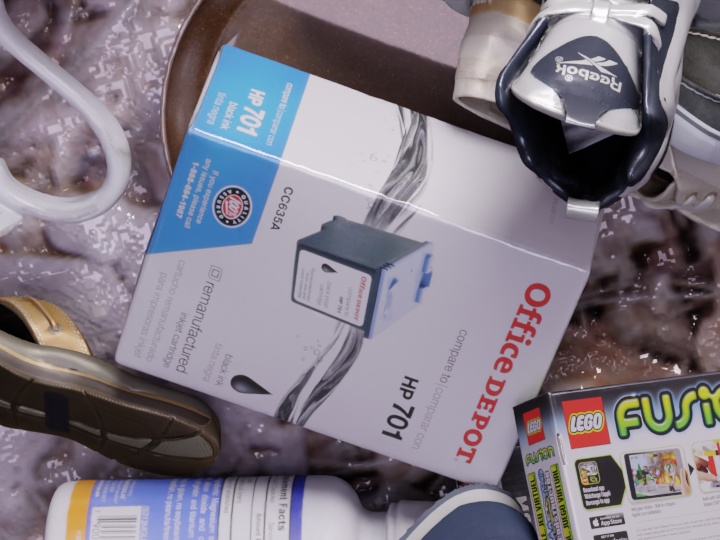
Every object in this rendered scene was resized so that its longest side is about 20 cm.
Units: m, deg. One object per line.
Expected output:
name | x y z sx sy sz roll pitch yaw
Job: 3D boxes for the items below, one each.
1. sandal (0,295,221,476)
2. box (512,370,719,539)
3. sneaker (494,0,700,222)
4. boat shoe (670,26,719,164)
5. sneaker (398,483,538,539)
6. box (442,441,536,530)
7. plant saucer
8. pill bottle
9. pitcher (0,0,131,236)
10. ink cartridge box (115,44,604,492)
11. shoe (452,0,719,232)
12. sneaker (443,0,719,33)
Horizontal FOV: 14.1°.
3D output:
sandal | -0.160 0.045 1.479 0.199 0.054 0.080 19 148 2
box | 0.175 0.104 1.389 0.199 0.035 0.111 -5 78 -29
sneaker | 0.107 -0.112 1.263 0.079 0.130 0.200 13 114 6
boat shoe | 0.208 -0.080 1.389 0.199 0.069 0.057 20 136 -27
sneaker | 0.017 0.197 1.387 0.070 0.082 0.200 29 102 -23
box | 0.137 0.170 1.493 0.157 0.048 0.201 -10 103 7
plant saucer | 0.000 -0.077 1.453 0.199 0.035 0.201 1 104 3
pill bottle | -0.055 0.160 1.473 0.199 0.112 0.113 -1 103 2
pitcher | -0.211 -0.104 1.422 0.171 0.121 0.201 -11 111 7
ink cartridge box | 0.000 0.000 1.395 0.199 0.086 0.147 20 124 -1
shoe | 0.125 -0.061 1.406 0.199 0.070 0.054 31 64 -23
sneaker | 0.124 -0.157 1.406 0.199 0.082 0.077 7 149 -9
